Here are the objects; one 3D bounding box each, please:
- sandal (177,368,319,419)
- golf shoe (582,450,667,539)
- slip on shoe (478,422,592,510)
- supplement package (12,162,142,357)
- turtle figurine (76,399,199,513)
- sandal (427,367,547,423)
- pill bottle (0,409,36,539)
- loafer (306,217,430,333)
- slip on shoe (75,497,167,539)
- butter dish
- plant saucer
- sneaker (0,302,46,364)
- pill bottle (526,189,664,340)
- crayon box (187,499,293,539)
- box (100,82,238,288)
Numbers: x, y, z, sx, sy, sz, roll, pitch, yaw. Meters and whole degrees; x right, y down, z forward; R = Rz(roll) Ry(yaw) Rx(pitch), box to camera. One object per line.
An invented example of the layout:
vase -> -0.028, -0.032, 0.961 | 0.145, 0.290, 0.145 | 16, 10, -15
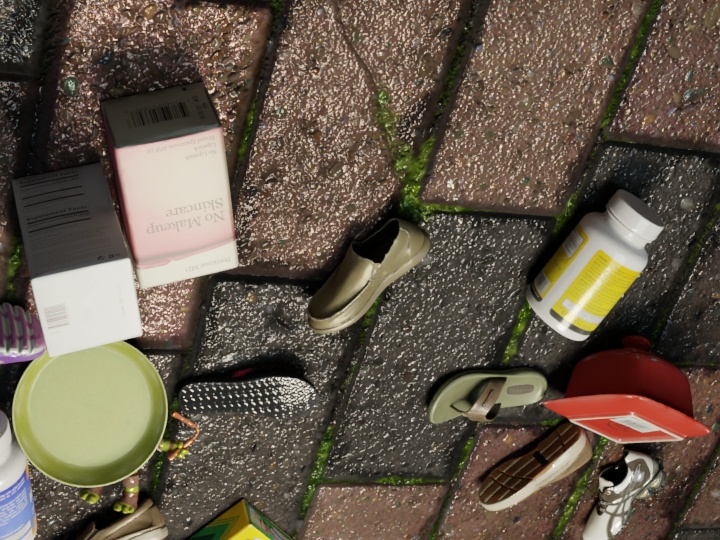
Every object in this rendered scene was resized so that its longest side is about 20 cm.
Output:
sandal -> -0.155, 0.164, 1.795 | 0.197, 0.045, 0.076 | 2, 121, -5
golf shoe -> 0.421, 0.378, 2.176 | 0.094, 0.078, 0.201 | 29, 110, -17
slip on shoe -> 0.281, 0.323, 2.058 | 0.199, 0.076, 0.061 | -38, 125, -1
supplement package -> -0.325, -0.017, 1.476 | 0.108, 0.201, 0.115 | -12, 129, -13
turtle figurine -> -0.331, 0.239, 1.758 | 0.197, 0.064, 0.163 | 16, 104, -17
sandal -> 0.195, 0.191, 1.939 | 0.198, 0.058, 0.081 | -9, 129, -15
pill bottle -> -0.489, 0.277, 1.693 | 0.110, 0.113, 0.202 | -8, 129, -16
loafer -> 0.000, 0.000, 1.709 | 0.200, 0.076, 0.068 | -43, 129, 0
slip on shoe -> -0.377, 0.389, 1.862 | 0.197, 0.076, 0.061 | -22, 92, 5
butter dish -> 0.411, 0.171, 1.966 | 0.199, 0.150, 0.198 | 26, 157, -34
plant saucer -> -0.351, 0.180, 1.684 | 0.197, 0.031, 0.203 | -2, 99, -12
sneaker -> -0.485, 0.096, 1.585 | 0.197, 0.081, 0.089 | -1, 133, -15
pill bottle -> 0.330, -0.010, 1.805 | 0.110, 0.112, 0.201 | 21, 117, -33
crayon box -> -0.186, 0.464, 1.994 | 0.172, 0.059, 0.200 | -37, 131, 6
box -> -0.221, -0.099, 1.515 | 0.126, 0.109, 0.202 | -13, 129, -12
